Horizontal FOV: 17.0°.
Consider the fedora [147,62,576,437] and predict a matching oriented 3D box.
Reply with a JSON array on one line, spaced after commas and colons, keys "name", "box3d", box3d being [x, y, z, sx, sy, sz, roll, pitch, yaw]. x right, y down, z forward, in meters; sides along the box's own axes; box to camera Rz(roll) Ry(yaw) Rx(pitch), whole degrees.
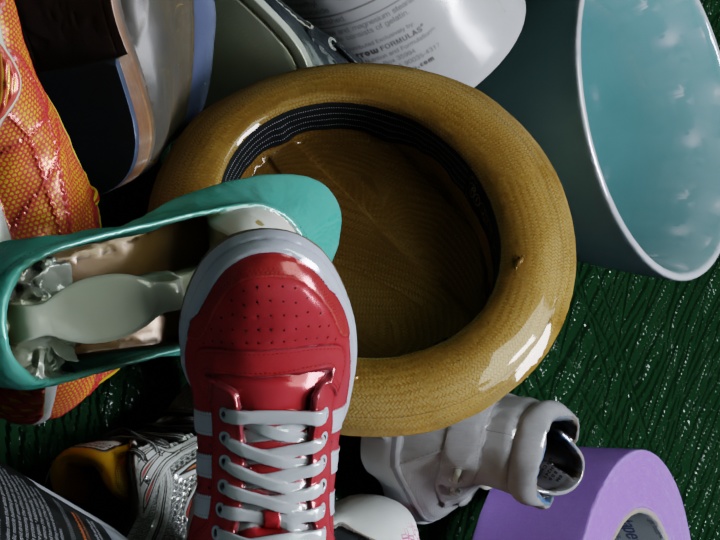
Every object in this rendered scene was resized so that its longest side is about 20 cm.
[{"name": "fedora", "box3d": [0.000, 0.000, 1.084, 0.082, 0.200, 0.201, 89, 12, -58]}]

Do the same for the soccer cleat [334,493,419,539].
[{"name": "soccer cleat", "box3d": [-0.028, 0.153, 1.116, 0.200, 0.070, 0.087, -53, 141, -47]}]

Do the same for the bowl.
[{"name": "bowl", "box3d": [0.130, -0.086, 1.405, 0.201, 0.105, 0.202, 24, 61, -53]}]

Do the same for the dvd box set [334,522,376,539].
[{"name": "dvd box set", "box3d": [-0.004, 0.204, 1.084, 0.147, 0.029, 0.200, -63, 157, -11]}]

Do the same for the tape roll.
[{"name": "tape roll", "box3d": [0.122, 0.197, 1.318, 0.200, 0.065, 0.201, 1, 89, -64]}]

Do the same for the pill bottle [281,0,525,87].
[{"name": "pill bottle", "box3d": [-0.008, -0.182, 1.207, 0.200, 0.114, 0.115, 56, 39, -33]}]

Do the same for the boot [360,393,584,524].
[{"name": "boot", "box3d": [0.064, 0.097, 1.206, 0.200, 0.095, 0.074, 42, 62, -75]}]

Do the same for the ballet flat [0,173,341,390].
[{"name": "ballet flat", "box3d": [-0.075, 0.008, 0.961, 0.199, 0.070, 0.068, -15, 107, -33]}]

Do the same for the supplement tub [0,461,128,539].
[{"name": "supplement tub", "box3d": [-0.172, 0.113, 0.862, 0.200, 0.122, 0.123, 40, 50, -46]}]

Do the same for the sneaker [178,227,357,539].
[{"name": "sneaker", "box3d": [-0.037, 0.089, 0.916, 0.113, 0.071, 0.201, -93, -175, -51]}]

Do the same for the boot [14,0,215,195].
[{"name": "boot", "box3d": [-0.116, -0.140, 1.080, 0.097, 0.074, 0.201, -29, 116, -66]}]

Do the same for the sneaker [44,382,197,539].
[{"name": "sneaker", "box3d": [-0.087, 0.094, 1.044, 0.082, 0.078, 0.200, 61, 37, -25]}]

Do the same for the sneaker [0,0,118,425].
[{"name": "sneaker", "box3d": [-0.148, -0.038, 0.999, 0.077, 0.073, 0.201, -34, 121, -55]}]

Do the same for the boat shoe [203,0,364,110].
[{"name": "boat shoe", "box3d": [-0.020, -0.078, 1.167, 0.199, 0.075, 0.066, 44, 35, -2]}]
